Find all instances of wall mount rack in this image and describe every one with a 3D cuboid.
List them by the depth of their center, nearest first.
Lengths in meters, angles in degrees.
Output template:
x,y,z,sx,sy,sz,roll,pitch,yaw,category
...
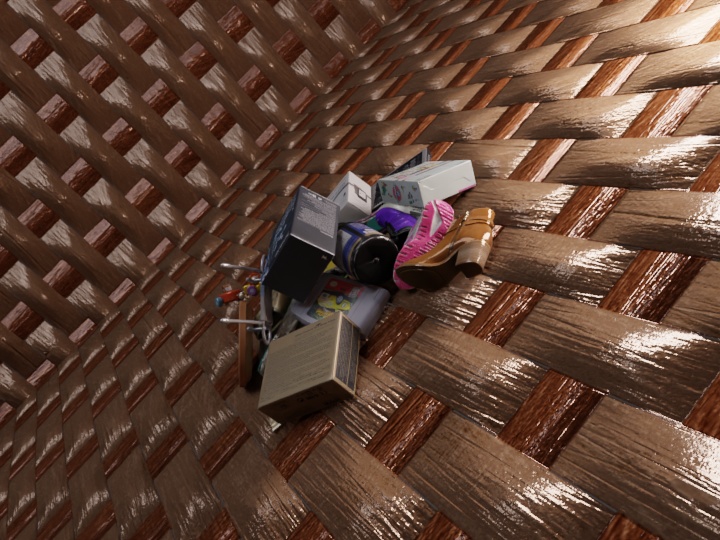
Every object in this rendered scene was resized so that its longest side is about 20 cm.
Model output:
x,y,z,sx,sy,sz,roll,pitch,yaw,category
-0.239,0.060,1.604,0.074,0.174,0.202,-5,77,8,wall mount rack

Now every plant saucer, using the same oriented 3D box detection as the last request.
x,y,z,sx,sy,sz,roll,pitch,yaw,category
-0.269,0.172,1.751,0.032,0.202,0.201,0,24,-7,plant saucer

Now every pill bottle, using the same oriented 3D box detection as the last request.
x,y,z,sx,sy,sz,roll,pitch,yaw,category
-0.004,-0.044,1.624,0.112,0.112,0.200,-46,27,-5,pill bottle

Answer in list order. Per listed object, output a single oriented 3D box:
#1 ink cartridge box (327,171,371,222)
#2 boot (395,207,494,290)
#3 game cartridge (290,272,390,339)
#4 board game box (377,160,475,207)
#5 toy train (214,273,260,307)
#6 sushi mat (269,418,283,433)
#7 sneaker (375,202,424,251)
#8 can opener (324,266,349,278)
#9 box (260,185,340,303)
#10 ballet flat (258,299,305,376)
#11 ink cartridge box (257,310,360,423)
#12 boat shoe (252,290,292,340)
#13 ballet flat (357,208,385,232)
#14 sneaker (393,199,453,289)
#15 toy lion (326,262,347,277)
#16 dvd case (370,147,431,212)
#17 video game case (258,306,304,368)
x,y,z,sx,sy,sz,roll,pitch,yaw,category
-0.044,-0.155,1.994,0.145,0.083,0.200,-48,20,23,ink cartridge box
0.173,-0.045,1.474,0.199,0.074,0.155,-9,44,32,boot
-0.049,0.077,1.587,0.199,0.041,0.134,13,61,34,game cartridge
0.151,-0.204,1.737,0.147,0.065,0.200,-23,17,-21,board game box
-0.247,0.033,1.789,0.199,0.056,0.150,-16,-3,-31,toy train
-0.117,0.245,1.540,0.200,0.012,0.096,-44,23,0,sushi mat
0.087,-0.092,1.683,0.200,0.070,0.100,11,64,52,sneaker
0.000,0.000,1.735,0.199,0.067,0.053,-19,30,21,can opener
-0.127,-0.058,1.615,0.149,0.107,0.201,-55,18,31,box
-0.160,0.153,1.656,0.072,0.071,0.201,14,78,64,ballet flat
-0.100,0.193,1.475,0.199,0.075,0.166,-25,39,31,ink cartridge box
-0.179,0.080,1.708,0.201,0.071,0.076,-58,16,17,boat shoe
0.018,-0.104,1.868,0.199,0.069,0.071,-31,0,14,ballet flat
0.129,-0.046,1.557,0.201,0.081,0.088,-60,-2,-12,sneaker
-0.119,0.030,1.871,0.200,0.069,0.192,-43,30,3,toy lion
0.103,-0.234,1.992,0.199,0.025,0.151,-34,25,25,dvd case
-0.163,0.122,1.745,0.199,0.023,0.183,-30,47,30,video game case
